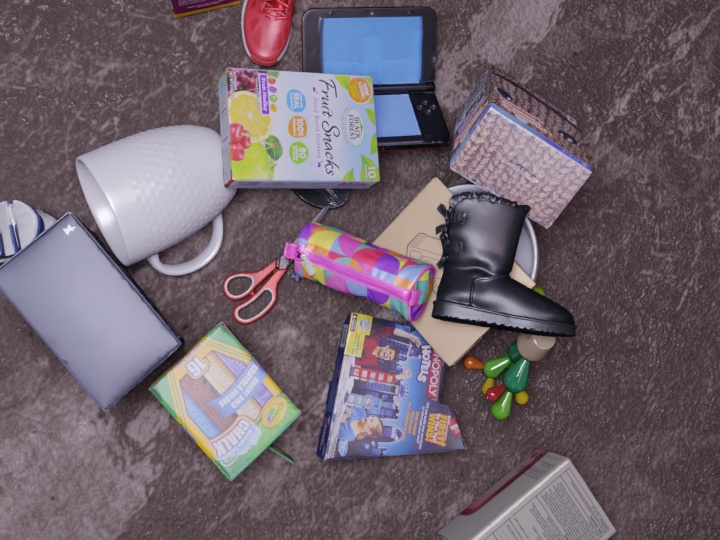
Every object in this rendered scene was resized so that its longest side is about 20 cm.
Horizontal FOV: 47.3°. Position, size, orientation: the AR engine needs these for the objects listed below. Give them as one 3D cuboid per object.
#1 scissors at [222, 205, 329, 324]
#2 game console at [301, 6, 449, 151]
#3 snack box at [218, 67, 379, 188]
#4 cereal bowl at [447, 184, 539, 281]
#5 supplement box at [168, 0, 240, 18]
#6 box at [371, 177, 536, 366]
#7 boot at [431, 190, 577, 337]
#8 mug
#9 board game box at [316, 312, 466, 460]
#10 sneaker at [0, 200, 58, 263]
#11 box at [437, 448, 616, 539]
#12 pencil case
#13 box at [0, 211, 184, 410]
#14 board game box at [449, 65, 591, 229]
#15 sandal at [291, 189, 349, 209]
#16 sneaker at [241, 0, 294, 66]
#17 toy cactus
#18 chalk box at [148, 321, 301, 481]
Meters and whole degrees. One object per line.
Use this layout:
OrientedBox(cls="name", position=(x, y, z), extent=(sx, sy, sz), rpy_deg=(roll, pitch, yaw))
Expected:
OrientedBox(cls="scissors", position=(-0.104, -0.006, 1.149), extent=(0.199, 0.014, 0.074), rpy_deg=(-37, 90, -9))
OrientedBox(cls="game console", position=(0.023, -0.264, 1.142), extent=(0.197, 0.119, 0.174), rpy_deg=(-5, 53, -12))
OrientedBox(cls="snack box", position=(-0.078, -0.180, 1.060), extent=(0.197, 0.053, 0.145), rpy_deg=(-1, 84, -22))
OrientedBox(cls="cereal bowl", position=(0.157, -0.015, 1.156), extent=(0.197, 0.083, 0.203), rpy_deg=(-1, 87, 21))
OrientedBox(cls="supplement box", position=(-0.215, -0.435, 1.070), extent=(0.102, 0.200, 0.133), rpy_deg=(-16, 90, -12))
OrientedBox(cls="box", position=(0.113, 0.003, 1.116), extent=(0.164, 0.021, 0.200), rpy_deg=(-45, 74, 12))
OrientedBox(cls="boot", position=(0.185, -0.007, 1.043), extent=(0.195, 0.073, 0.165), rpy_deg=(9, 82, 9))
OrientedBox(cls="mug", position=(-0.248, -0.087, 1.076), extent=(0.174, 0.147, 0.202), rpy_deg=(-28, 122, -24))
OrientedBox(cls="board game box", position=(0.056, 0.178, 1.149), extent=(0.197, 0.062, 0.203), rpy_deg=(13, 82, -12))
OrientedBox(cls="sneaker", position=(-0.460, -0.036, 1.050), extent=(0.196, 0.115, 0.082), rpy_deg=(-8, 85, 17))
OrientedBox(cls="box", position=(0.229, 0.364, 1.147), extent=(0.199, 0.109, 0.129), rpy_deg=(-35, 93, -12))
OrientedBox(cls="pencil case", position=(0.000, 0.000, 1.103), extent=(0.198, 0.088, 0.089), rpy_deg=(19, 81, 20))
OrientedBox(cls="box", position=(-0.324, 0.052, 1.009), extent=(0.123, 0.198, 0.201), rpy_deg=(-41, 94, -12))
OrientedBox(cls="board game box", position=(0.217, -0.176, 1.135), extent=(0.158, 0.201, 0.097), rpy_deg=(30, 119, -8))
OrientedBox(cls="sandal", position=(-0.090, -0.168, 1.152), extent=(0.075, 0.048, 0.201), rpy_deg=(-40, 95, -11))
OrientedBox(cls="sneaker", position=(-0.118, -0.392, 1.130), extent=(0.077, 0.115, 0.203), rpy_deg=(7, 84, -11))
OrientedBox(cls="toy cactus", position=(0.222, 0.102, 1.142), extent=(0.102, 0.165, 0.201), rpy_deg=(31, 73, 3))
OrientedBox(cls="chalk box", position=(-0.162, 0.183, 1.070), extent=(0.124, 0.125, 0.201), rpy_deg=(-41, 93, -12))
